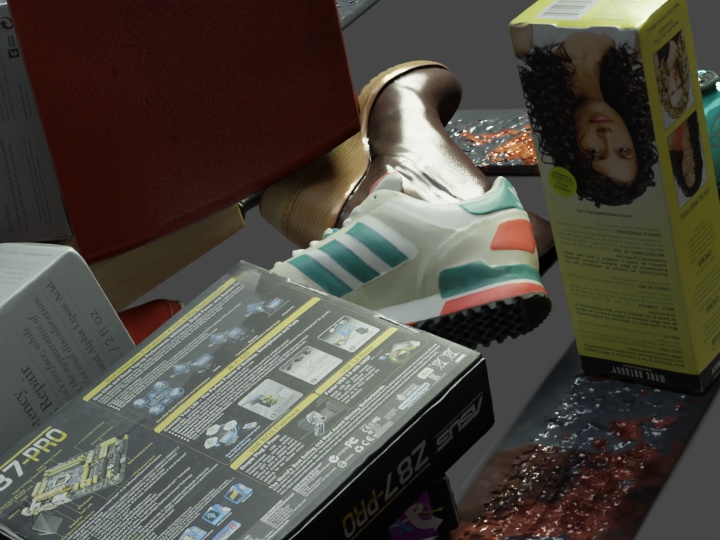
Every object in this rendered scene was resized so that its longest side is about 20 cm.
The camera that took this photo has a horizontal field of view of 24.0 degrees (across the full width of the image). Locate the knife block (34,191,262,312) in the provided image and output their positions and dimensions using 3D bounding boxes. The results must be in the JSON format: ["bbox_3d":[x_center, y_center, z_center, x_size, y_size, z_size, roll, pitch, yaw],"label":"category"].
[{"bbox_3d":[-0.119,-0.044,1.112,0.175,0.064,0.200,-16,25,8],"label":"knife block"}]

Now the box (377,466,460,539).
[{"bbox_3d":[-0.065,0.107,0.832,0.200,0.036,0.143,-18,26,-5],"label":"box"}]

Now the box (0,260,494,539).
[{"bbox_3d":[-0.061,0.085,0.774,0.161,0.049,0.200,21,48,36],"label":"box"}]

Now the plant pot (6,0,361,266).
[{"bbox_3d":[-0.101,-0.146,1.016,0.176,0.200,0.200,-12,25,0],"label":"plant pot"}]

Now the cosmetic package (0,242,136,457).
[{"bbox_3d":[-0.201,0.083,0.808,0.074,0.102,0.200,2,39,47],"label":"cosmetic package"}]

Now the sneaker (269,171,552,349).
[{"bbox_3d":[0.000,0.000,0.923,0.200,0.070,0.094,-10,68,9],"label":"sneaker"}]

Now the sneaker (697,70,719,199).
[{"bbox_3d":[0.172,-0.066,0.982,0.121,0.084,0.200,-12,9,11],"label":"sneaker"}]

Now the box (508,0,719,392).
[{"bbox_3d":[0.133,-0.039,0.835,0.075,0.200,0.050,8,36,39],"label":"box"}]

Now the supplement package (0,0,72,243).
[{"bbox_3d":[-0.288,-0.101,1.054,0.200,0.152,0.151,-9,25,-3],"label":"supplement package"}]

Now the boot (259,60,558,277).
[{"bbox_3d":[0.055,-0.046,1.032,0.166,0.072,0.200,25,44,22],"label":"boot"}]

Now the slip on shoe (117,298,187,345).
[{"bbox_3d":[-0.187,0.057,0.964,0.200,0.061,0.074,-21,25,-18],"label":"slip on shoe"}]
